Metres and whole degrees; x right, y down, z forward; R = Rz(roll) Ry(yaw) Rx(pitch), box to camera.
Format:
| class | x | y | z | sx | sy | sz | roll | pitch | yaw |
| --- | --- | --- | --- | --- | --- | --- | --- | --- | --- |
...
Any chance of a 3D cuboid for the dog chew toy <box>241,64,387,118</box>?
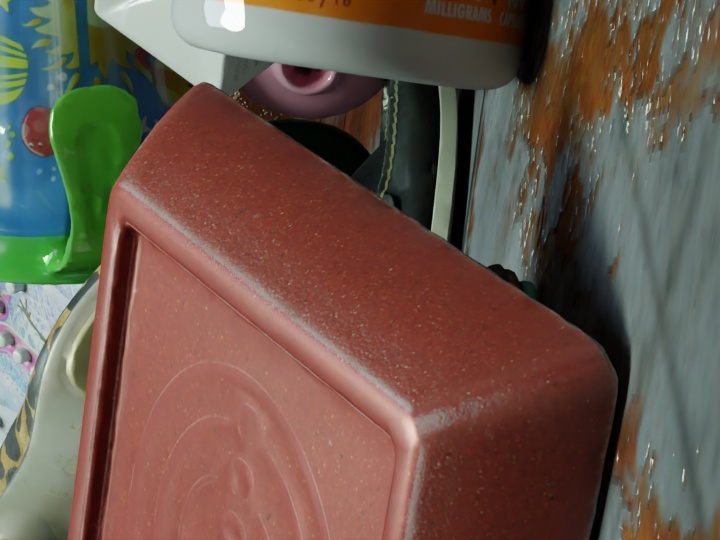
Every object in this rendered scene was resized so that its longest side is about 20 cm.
| class | x | y | z | sx | sy | sz | roll | pitch | yaw |
| --- | --- | --- | --- | --- | --- | --- | --- | --- | --- |
| dog chew toy | -0.018 | -0.132 | 1.046 | 0.200 | 0.124 | 0.125 | -90 | 8 | -58 |

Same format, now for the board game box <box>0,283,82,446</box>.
| class | x | y | z | sx | sy | sz | roll | pitch | yaw |
| --- | --- | --- | --- | --- | --- | --- | --- | --- | --- |
| board game box | -0.105 | 0.086 | 1.099 | 0.026 | 0.199 | 0.201 | -28 | -72 | -45 |

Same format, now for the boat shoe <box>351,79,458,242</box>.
| class | x | y | z | sx | sy | sz | roll | pitch | yaw |
| --- | --- | --- | --- | --- | --- | --- | --- | --- | --- |
| boat shoe | 0.000 | 0.000 | 0.930 | 0.072 | 0.067 | 0.201 | 104 | 176 | -68 |

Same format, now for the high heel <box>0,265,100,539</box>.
| class | x | y | z | sx | sy | sz | roll | pitch | yaw |
| --- | --- | --- | --- | --- | --- | --- | --- | --- | --- |
| high heel | -0.099 | 0.044 | 0.973 | 0.201 | 0.071 | 0.143 | -63 | 12 | -1 |

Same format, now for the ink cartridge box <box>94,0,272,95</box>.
| class | x | y | z | sx | sy | sz | roll | pitch | yaw |
| --- | --- | --- | --- | --- | --- | --- | --- | --- | --- |
| ink cartridge box | -0.004 | -0.165 | 0.922 | 0.200 | 0.067 | 0.117 | -40 | -24 | -36 |

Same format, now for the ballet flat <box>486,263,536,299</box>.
| class | x | y | z | sx | sy | sz | roll | pitch | yaw |
| --- | --- | --- | --- | --- | --- | --- | --- | --- | --- |
| ballet flat | 0.001 | 0.094 | 0.680 | 0.068 | 0.068 | 0.201 | -113 | 31 | -85 |

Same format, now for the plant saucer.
| class | x | y | z | sx | sy | sz | roll | pitch | yaw |
| --- | --- | --- | --- | --- | --- | --- | --- | --- | --- |
| plant saucer | -0.023 | 0.077 | 0.623 | 0.200 | 0.037 | 0.201 | 35 | 122 | 51 |

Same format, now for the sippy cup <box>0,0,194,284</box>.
| class | x | y | z | sx | sy | sz | roll | pitch | yaw |
| --- | --- | --- | --- | --- | --- | --- | --- | --- | --- |
| sippy cup | -0.116 | -0.077 | 1.000 | 0.139 | 0.177 | 0.131 | -22 | -61 | -43 |

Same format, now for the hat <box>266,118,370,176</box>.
| class | x | y | z | sx | sy | sz | roll | pitch | yaw |
| --- | --- | --- | --- | --- | --- | --- | --- | --- | --- |
| hat | -0.012 | 0.060 | 1.103 | 0.176 | 0.165 | 0.201 | 49 | 164 | 41 |

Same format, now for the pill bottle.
| class | x | y | z | sx | sy | sz | roll | pitch | yaw |
| --- | --- | --- | --- | --- | --- | --- | --- | --- | --- |
| pill bottle | 0.008 | -0.162 | 0.767 | 0.113 | 0.112 | 0.201 | -111 | 28 | -83 |
